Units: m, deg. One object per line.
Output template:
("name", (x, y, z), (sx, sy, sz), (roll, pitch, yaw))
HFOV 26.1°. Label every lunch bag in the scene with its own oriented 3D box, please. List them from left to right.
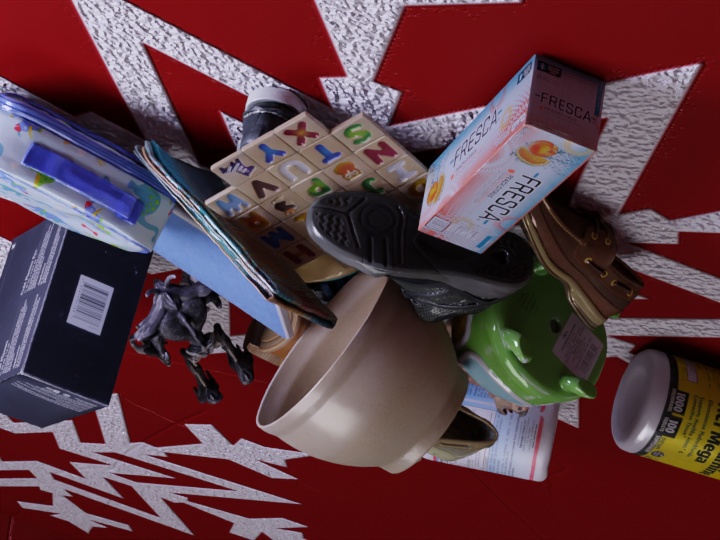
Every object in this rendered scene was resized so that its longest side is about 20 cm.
("lunch bag", (-0.272, -0.089, 1.415), (0.200, 0.083, 0.161), (29, 173, -26))

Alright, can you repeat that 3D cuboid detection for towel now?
("towel", (-0.108, -0.032, 1.392), (0.200, 0.022, 0.147), (47, -172, 23))

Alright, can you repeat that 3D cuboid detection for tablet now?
("tablet", (-0.150, -0.014, 1.536), (0.200, 0.014, 0.130), (32, 157, 26))

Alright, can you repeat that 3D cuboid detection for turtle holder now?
("turtle holder", (0.142, 0.057, 1.484), (0.185, 0.141, 0.132), (14, 161, -33))

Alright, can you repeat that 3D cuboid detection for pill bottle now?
("pill bottle", (0.130, 0.178, 1.828), (0.200, 0.109, 0.109), (11, 158, 9))
("pill bottle", (0.377, 0.162, 1.639), (0.200, 0.113, 0.112), (17, 158, -9))

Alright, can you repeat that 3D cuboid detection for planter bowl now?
("planter bowl", (0.015, 0.105, 1.461), (0.135, 0.200, 0.200), (39, 152, -12))

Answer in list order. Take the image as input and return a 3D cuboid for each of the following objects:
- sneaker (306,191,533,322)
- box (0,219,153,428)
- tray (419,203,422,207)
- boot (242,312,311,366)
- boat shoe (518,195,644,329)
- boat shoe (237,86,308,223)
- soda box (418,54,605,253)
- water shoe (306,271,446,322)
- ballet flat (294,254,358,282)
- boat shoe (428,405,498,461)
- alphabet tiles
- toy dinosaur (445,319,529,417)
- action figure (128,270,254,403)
("sneaker", (0.039, -0.006, 1.357), (0.199, 0.076, 0.114), (12, 152, -15))
("box", (-0.325, 0.051, 1.673), (0.104, 0.200, 0.182), (25, 156, -27))
("tray", (0.031, -0.060, 1.411), (0.200, 0.022, 0.107), (2, 141, 27))
("boot", (-0.039, 0.083, 1.755), (0.155, 0.074, 0.200), (20, 169, -12))
("boat shoe", (0.190, -0.027, 1.374), (0.068, 0.072, 0.200), (-30, 133, 12))
("boat shoe", (-0.069, -0.076, 1.364), (0.076, 0.060, 0.200), (3, 147, 18))
("soda box", (0.116, -0.088, 1.232), (0.064, 0.068, 0.200), (20, 152, -15))
("water shoe", (0.000, 0.000, 1.561), (0.200, 0.072, 0.079), (9, 134, 6))
("ballet flat", (-0.080, -0.024, 1.531), (0.200, 0.069, 0.063), (-4, 138, 35))
("boat shoe", (0.057, 0.151, 1.640), (0.201, 0.073, 0.063), (28, 149, -32))
("alphabet tiles", (-0.028, -0.064, 1.331), (0.166, 0.006, 0.200), (-27, 142, 23))
("toy dinosaur", (0.098, 0.073, 1.635), (0.135, 0.086, 0.200), (-3, 148, 37))
("action figure", (-0.192, 0.060, 1.685), (0.102, 0.119, 0.200), (39, 164, 41))
